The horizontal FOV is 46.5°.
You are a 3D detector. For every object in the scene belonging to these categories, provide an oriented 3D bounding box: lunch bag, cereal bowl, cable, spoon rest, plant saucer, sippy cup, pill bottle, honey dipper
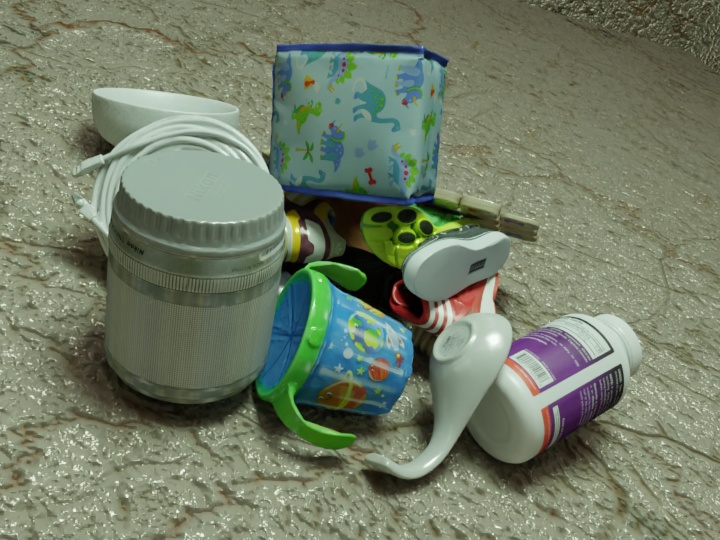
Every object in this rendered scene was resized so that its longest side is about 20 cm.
[{"bbox_3d":[-0.011,-0.165,0.946,0.198,0.172,0.127,7,7,20],"label":"lunch bag"},{"bbox_3d":[-0.266,-0.192,1.139,0.198,0.084,0.200,9,15,-2],"label":"cereal bowl"},{"bbox_3d":[-0.189,-0.067,0.915,0.201,0.199,0.069,59,-2,2],"label":"cable"},{"bbox_3d":[0.084,0.123,0.828,0.061,0.201,0.099,47,-22,-24],"label":"spoon rest"},{"bbox_3d":[0.024,-0.067,1.157,0.199,0.038,0.201,21,36,-16],"label":"plant saucer"},{"bbox_3d":[-0.021,0.082,0.842,0.129,0.179,0.139,21,-5,-21],"label":"sippy cup"},{"bbox_3d":[0.208,0.117,0.898,0.199,0.113,0.112,-21,48,-31],"label":"pill bottle"},{"bbox_3d":[0.143,0.121,0.968,0.199,0.038,0.038,34,32,15],"label":"honey dipper"}]

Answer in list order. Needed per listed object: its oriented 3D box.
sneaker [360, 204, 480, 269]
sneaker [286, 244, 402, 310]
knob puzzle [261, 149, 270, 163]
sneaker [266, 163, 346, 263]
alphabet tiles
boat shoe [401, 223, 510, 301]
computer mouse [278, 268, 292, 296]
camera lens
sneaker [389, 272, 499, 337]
[{"bbox_3d":[0.063,-0.042,1.006,0.083,0.075,0.199,18,9,41],"label":"sneaker"},{"bbox_3d":[0.000,0.000,1.036,0.198,0.076,0.091,0,32,-34],"label":"sneaker"},{"bbox_3d":[-0.044,-0.129,1.097,0.217,0.031,0.220,9,12,-2],"label":"knob puzzle"},{"bbox_3d":[-0.081,-0.068,1.029,0.089,0.075,0.201,3,33,-22],"label":"sneaker"},{"bbox_3d":[0.134,-0.070,1.086,0.194,0.015,0.200,16,-5,12],"label":"alphabet tiles"},{"bbox_3d":[0.098,-0.014,0.934,0.056,0.069,0.199,30,24,30],"label":"boat shoe"},{"bbox_3d":[-0.142,-0.010,0.976,0.199,0.034,0.059,37,73,27],"label":"computer mouse"},{"bbox_3d":[-0.155,0.009,0.783,0.158,0.202,0.160,10,30,-6],"label":"camera lens"},{"bbox_3d":[0.098,0.019,0.992,0.115,0.079,0.200,27,17,-6],"label":"sneaker"}]
